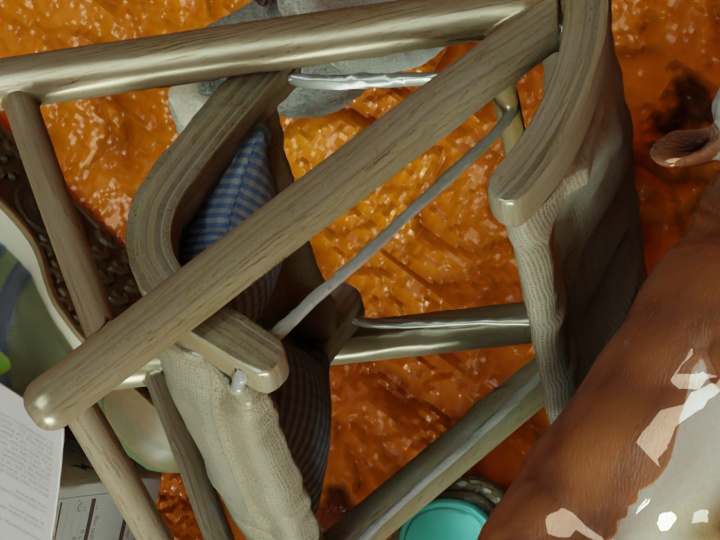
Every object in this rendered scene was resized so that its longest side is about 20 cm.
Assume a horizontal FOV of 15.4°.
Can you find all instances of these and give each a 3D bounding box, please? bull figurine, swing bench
[{"bbox_3d":[0.100,0.039,0.742,0.201,0.065,0.122,-61,32,21],"label":"bull figurine"},{"bbox_3d":[0.000,0.000,0.809,0.199,0.199,0.130,-23,59,-2],"label":"swing bench"}]

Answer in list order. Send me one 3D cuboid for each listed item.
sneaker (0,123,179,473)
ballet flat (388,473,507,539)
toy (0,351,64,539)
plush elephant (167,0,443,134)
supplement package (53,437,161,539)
[{"bbox_3d":[-0.134,0.019,1.000,0.200,0.067,0.090,46,116,19],"label":"sneaker"},{"bbox_3d":[0.043,0.169,0.906,0.070,0.065,0.201,5,92,25],"label":"ballet flat"},{"bbox_3d":[-0.139,0.115,0.878,0.115,0.047,0.201,25,116,34],"label":"toy"},{"bbox_3d":[-0.028,-0.137,0.893,0.199,0.155,0.166,-11,85,26],"label":"plush elephant"},{"bbox_3d":[-0.200,0.122,1.001,0.199,0.111,0.157,17,97,25],"label":"supplement package"}]
